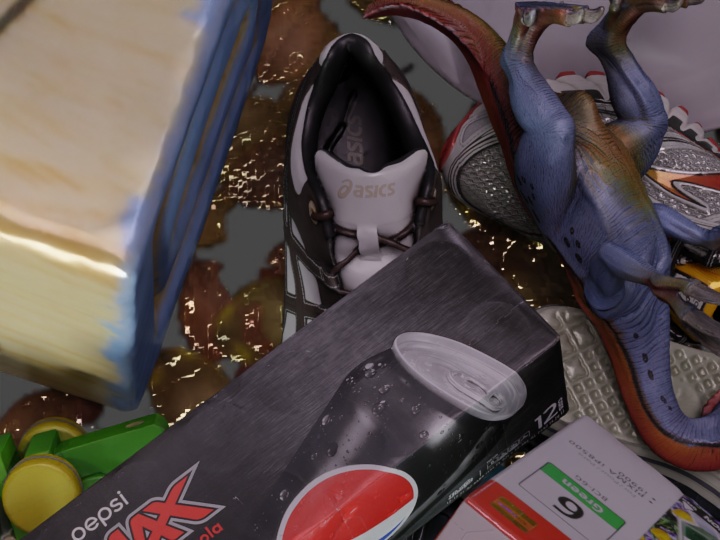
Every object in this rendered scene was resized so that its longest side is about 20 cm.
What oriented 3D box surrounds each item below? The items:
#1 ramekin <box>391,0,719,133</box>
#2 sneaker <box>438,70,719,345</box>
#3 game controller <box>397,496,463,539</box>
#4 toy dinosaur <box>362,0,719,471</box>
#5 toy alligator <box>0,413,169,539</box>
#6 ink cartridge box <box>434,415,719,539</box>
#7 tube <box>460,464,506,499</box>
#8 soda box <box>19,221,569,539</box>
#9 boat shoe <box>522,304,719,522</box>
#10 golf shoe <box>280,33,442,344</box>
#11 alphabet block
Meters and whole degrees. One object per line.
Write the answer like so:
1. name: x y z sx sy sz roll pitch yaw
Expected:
1. ramekin: 0.107 -0.158 0.801 0.202 0.203 0.094 13 44 -2
2. sneaker: 0.128 -0.019 0.801 0.199 0.078 0.082 18 40 1
3. game controller: -0.025 0.168 0.734 0.104 0.042 0.201 17 82 20
4. toy dinosaur: 0.104 -0.017 0.757 0.105 0.200 0.182 -14 108 -36
5. toy alligator: -0.111 0.089 0.758 0.199 0.059 0.054 -9 103 0
6. ink cartridge box: 0.076 0.118 0.653 0.109 0.200 0.050 39 110 14
7. tube: 0.112 0.159 0.775 0.200 0.050 0.077 41 83 2
8. soda box: -0.022 0.074 0.699 0.200 0.063 0.071 -37 62 -11
9. boat shoe: 0.141 0.073 0.797 0.199 0.062 0.075 23 67 -9
10. golf shoe: 0.000 0.000 0.783 0.077 0.095 0.201 -10 73 -2
11. alphabet block: -0.150 -0.081 0.743 0.199 0.196 0.196 17 69 -1
